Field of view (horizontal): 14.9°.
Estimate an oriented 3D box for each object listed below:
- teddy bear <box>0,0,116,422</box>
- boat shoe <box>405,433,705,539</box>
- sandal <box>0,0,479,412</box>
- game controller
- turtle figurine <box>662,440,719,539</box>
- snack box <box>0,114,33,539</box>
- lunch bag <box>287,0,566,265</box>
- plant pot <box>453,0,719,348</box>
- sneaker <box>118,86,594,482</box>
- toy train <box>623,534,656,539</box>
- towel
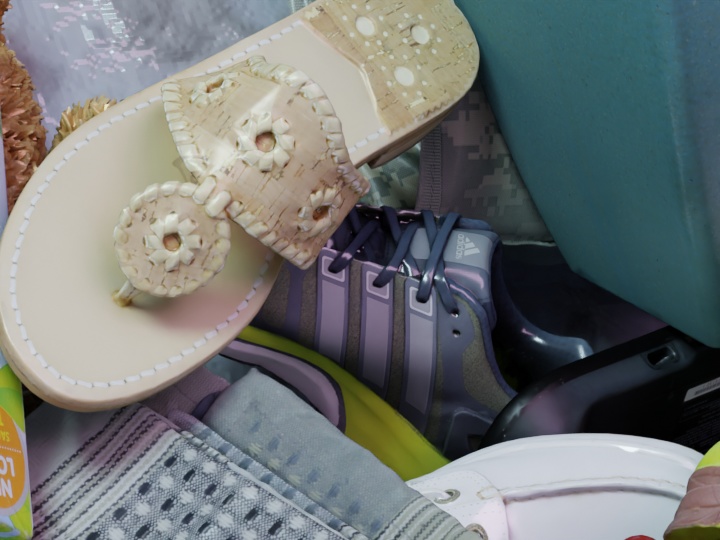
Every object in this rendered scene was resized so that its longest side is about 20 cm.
[{"bbox_3d":[-0.131,-0.020,0.871,0.144,0.067,0.201,6,60,-24],"label":"teddy bear"},{"bbox_3d":[0.016,0.099,0.821,0.199,0.069,0.071,-13,100,7],"label":"boat shoe"},{"bbox_3d":[-0.025,-0.044,0.813,0.078,0.070,0.212,47,49,3],"label":"sandal"},{"bbox_3d":[0.102,0.059,0.928,0.042,0.105,0.199,31,33,35],"label":"game controller"},{"bbox_3d":[0.137,0.018,0.809,0.064,0.200,0.162,11,64,25],"label":"turtle figurine"},{"bbox_3d":[-0.153,-0.032,0.761,0.142,0.053,0.201,39,36,-53],"label":"snack box"},{"bbox_3d":[0.064,-0.096,0.991,0.163,0.117,0.201,0,76,-29],"label":"lunch bag"},{"bbox_3d":[0.113,-0.090,0.877,0.141,0.141,0.201,-20,117,-23],"label":"plant pot"},{"bbox_3d":[0.000,0.000,0.894,0.200,0.081,0.074,38,36,-31],"label":"sneaker"},{"bbox_3d":[0.092,0.174,0.801,0.084,0.200,0.116,-31,53,-3],"label":"toy train"},{"bbox_3d":[-0.070,0.107,0.745,0.200,0.192,0.035,-38,129,-21],"label":"towel"}]
